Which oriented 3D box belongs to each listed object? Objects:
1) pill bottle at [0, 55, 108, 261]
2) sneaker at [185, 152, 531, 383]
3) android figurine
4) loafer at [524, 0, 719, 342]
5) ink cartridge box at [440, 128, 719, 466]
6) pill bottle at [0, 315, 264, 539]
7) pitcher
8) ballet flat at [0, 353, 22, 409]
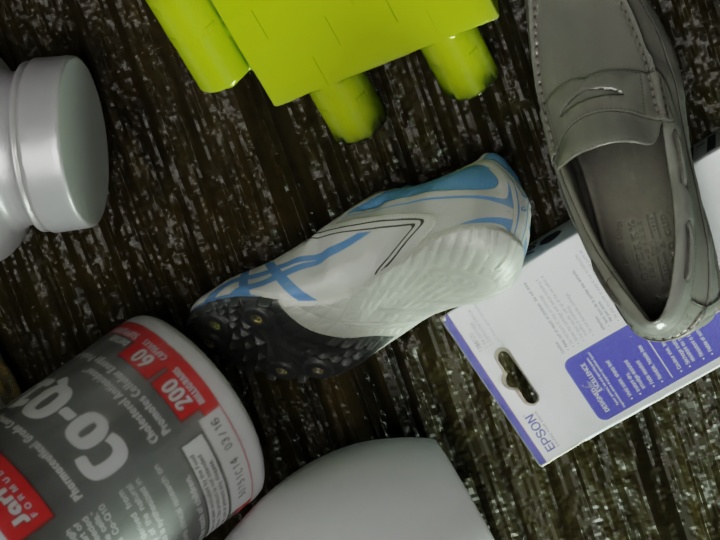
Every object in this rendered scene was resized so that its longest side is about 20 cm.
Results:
[{"bbox_3d":[-0.231,-0.054,1.165,0.198,0.113,0.113,-6,109,10],"label":"pill bottle"},{"bbox_3d":[0.000,0.000,1.184,0.199,0.073,0.072,-21,128,28],"label":"sneaker"},{"bbox_3d":[-0.014,-0.151,1.103,0.181,0.041,0.201,-19,128,14],"label":"android figurine"},{"bbox_3d":[0.122,-0.065,1.108,0.070,0.070,0.201,-22,83,18],"label":"loafer"},{"bbox_3d":[0.148,0.007,1.172,0.199,0.039,0.100,-30,103,16],"label":"ink cartridge box"},{"bbox_3d":[-0.155,0.121,1.165,0.200,0.114,0.114,-36,106,-25],"label":"pill bottle"},{"bbox_3d":[-0.026,0.175,1.221,0.199,0.172,0.122,-30,78,-2],"label":"pitcher"},{"bbox_3d":[-0.184,0.118,1.247,0.070,0.071,0.201,-26,105,16],"label":"ballet flat"}]
